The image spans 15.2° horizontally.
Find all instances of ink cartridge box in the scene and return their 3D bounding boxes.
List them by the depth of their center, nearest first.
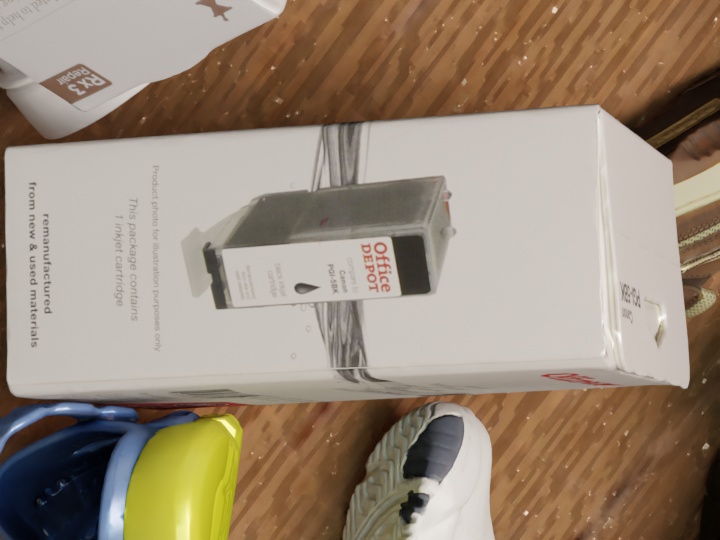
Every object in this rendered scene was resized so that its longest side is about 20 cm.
[{"bbox_3d":[0.000,0.000,0.900,0.199,0.147,0.083,-3,84,15],"label":"ink cartridge box"}]

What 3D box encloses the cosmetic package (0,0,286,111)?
[{"bbox_3d":[-0.057,-0.159,0.829,0.074,0.101,0.201,34,54,-29],"label":"cosmetic package"}]

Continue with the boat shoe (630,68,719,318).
[{"bbox_3d":[0.110,-0.012,1.013,0.202,0.075,0.075,-27,112,-9],"label":"boat shoe"}]

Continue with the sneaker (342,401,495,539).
[{"bbox_3d":[0.059,0.148,1.025,0.129,0.079,0.200,4,99,-17],"label":"sneaker"}]

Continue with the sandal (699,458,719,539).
[{"bbox_3d":[0.167,0.164,1.066,0.054,0.082,0.201,-1,93,-27],"label":"sandal"}]

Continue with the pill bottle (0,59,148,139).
[{"bbox_3d":[-0.135,-0.146,0.900,0.112,0.112,0.200,-40,108,-5],"label":"pill bottle"}]

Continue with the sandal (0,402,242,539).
[{"bbox_3d":[-0.086,0.079,0.920,0.087,0.200,0.080,8,79,1],"label":"sandal"}]
